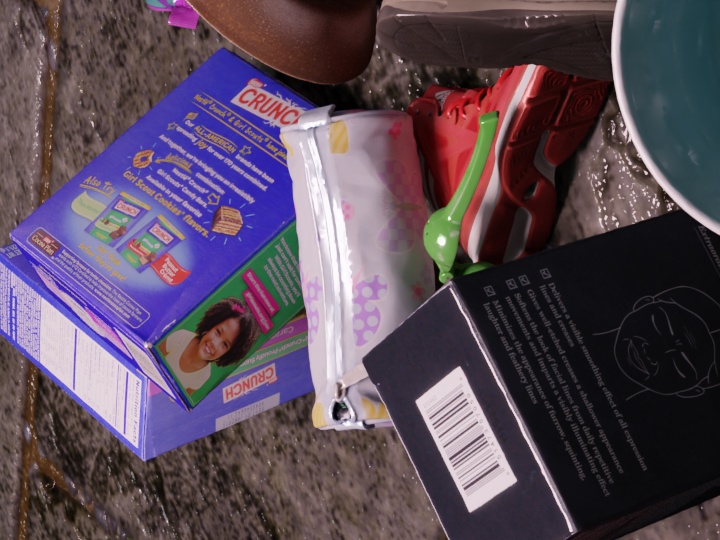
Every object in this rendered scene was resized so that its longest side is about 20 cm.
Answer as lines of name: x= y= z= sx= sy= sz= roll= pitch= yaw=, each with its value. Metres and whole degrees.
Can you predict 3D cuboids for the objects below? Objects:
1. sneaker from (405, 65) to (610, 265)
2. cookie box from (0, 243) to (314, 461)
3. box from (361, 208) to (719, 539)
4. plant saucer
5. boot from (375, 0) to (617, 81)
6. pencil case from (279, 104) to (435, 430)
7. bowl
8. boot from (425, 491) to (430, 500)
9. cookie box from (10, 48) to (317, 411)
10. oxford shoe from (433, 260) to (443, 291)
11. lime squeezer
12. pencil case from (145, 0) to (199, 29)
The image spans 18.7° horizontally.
sneaker: x=0.075 y=-0.099 z=1.316 sx=0.116 sy=0.078 sz=0.200 roll=46 pitch=134 yaw=31
cookie box: x=-0.140 y=0.033 z=1.567 sx=0.200 sy=0.171 sz=0.075 roll=35 pitch=133 yaw=40
box: x=0.129 y=0.068 z=1.204 sx=0.107 sy=0.200 sz=0.149 roll=-44 pitch=68 yaw=51
plant saucer: x=-0.058 y=-0.205 z=1.360 sx=0.037 sy=0.200 sz=0.201 roll=-41 pitch=69 yaw=30
boot: x=0.114 y=-0.185 z=1.211 sx=0.073 sy=0.200 sz=0.151 roll=73 pitch=-159 yaw=-63
pencil case: x=0.000 y=0.000 z=1.336 sx=0.083 sy=0.091 sz=0.200 roll=-7 pitch=88 yaw=44
bowl: x=0.230 y=-0.108 z=1.051 sx=0.201 sy=0.105 sz=0.201 roll=3 pitch=99 yaw=18
boot: x=0.123 y=0.192 z=1.368 sx=0.203 sy=0.073 sz=0.154 roll=-5 pitch=101 yaw=59
cookie box: x=-0.101 y=-0.032 z=1.451 sx=0.171 sy=0.200 sz=0.075 roll=36 pitch=162 yaw=40
oxford shoe: x=0.029 y=0.027 z=1.425 sx=0.200 sy=0.073 sz=0.071 roll=25 pitch=123 yaw=46
lime squeezer: x=0.079 y=-0.009 z=1.299 sx=0.038 sy=0.071 sz=0.200 roll=-106 pitch=-8 yaw=-56
pencil case: x=-0.106 y=-0.272 z=1.473 sx=0.085 sy=0.092 sz=0.200 roll=5 pitch=115 yaw=6
